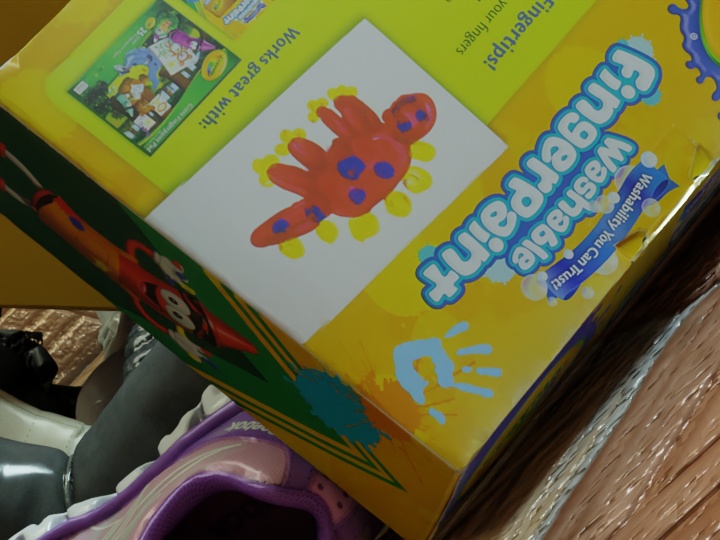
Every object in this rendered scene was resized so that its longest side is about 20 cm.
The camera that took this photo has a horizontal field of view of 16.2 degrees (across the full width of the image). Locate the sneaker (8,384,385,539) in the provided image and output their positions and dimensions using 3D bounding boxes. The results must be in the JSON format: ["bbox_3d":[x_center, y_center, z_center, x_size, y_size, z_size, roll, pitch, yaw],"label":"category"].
[{"bbox_3d":[-0.065,0.106,0.751,0.200,0.080,0.089,-44,13,15],"label":"sneaker"}]

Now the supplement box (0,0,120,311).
[{"bbox_3d":[-0.108,-0.057,1.067,0.200,0.196,0.134,-161,74,-76],"label":"supplement box"}]

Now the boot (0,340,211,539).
[{"bbox_3d":[-0.068,0.040,0.806,0.200,0.181,0.073,-45,33,31],"label":"boot"}]

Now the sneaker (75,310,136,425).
[{"bbox_3d":[-0.096,0.038,1.181,0.078,0.099,0.200,-61,-12,17],"label":"sneaker"}]

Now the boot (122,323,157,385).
[{"bbox_3d":[-0.002,-0.002,0.937,0.158,0.080,0.211,-37,9,25],"label":"boot"}]

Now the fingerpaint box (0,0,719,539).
[{"bbox_3d":[0.018,-0.051,0.722,0.200,0.167,0.073,-49,-9,-24],"label":"fingerpaint box"}]

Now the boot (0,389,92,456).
[{"bbox_3d":[-0.182,0.119,1.023,0.200,0.155,0.073,-57,5,28],"label":"boot"}]

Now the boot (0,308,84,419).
[{"bbox_3d":[-0.191,0.116,1.155,0.198,0.162,0.073,-49,4,-26],"label":"boot"}]
